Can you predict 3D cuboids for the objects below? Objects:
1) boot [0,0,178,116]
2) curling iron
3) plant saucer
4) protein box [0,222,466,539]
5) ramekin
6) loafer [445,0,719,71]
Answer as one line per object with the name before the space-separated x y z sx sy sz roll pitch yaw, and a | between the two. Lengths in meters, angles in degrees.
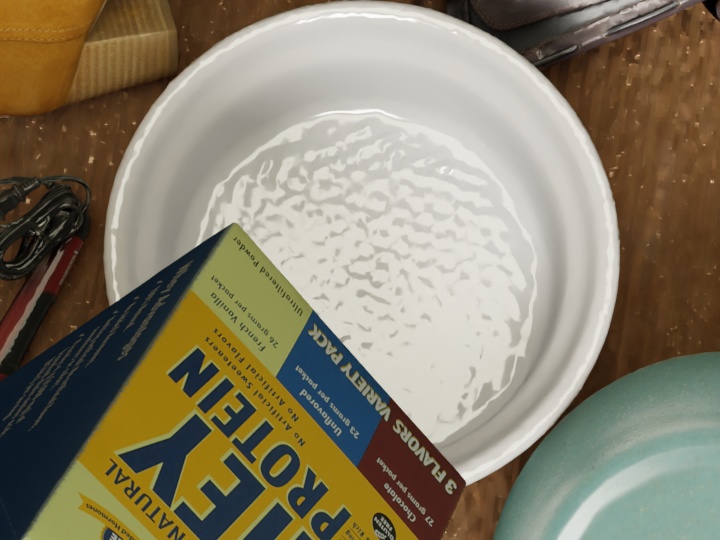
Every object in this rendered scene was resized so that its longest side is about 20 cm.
boot | -0.149 -0.142 1.025 0.144 0.201 0.071 -9 40 -11
curling iron | -0.167 0.048 1.060 0.050 0.026 0.200 26 90 -27
plant saucer | 0.133 0.130 0.933 0.200 0.036 0.200 0 91 22
protein box | -0.100 0.124 0.899 0.200 0.199 0.135 -33 106 32
ramekin | 0.000 0.000 1.036 0.200 0.098 0.201 0 80 -1
loafer | 0.133 -0.125 1.082 0.200 0.072 0.063 -13 100 4
